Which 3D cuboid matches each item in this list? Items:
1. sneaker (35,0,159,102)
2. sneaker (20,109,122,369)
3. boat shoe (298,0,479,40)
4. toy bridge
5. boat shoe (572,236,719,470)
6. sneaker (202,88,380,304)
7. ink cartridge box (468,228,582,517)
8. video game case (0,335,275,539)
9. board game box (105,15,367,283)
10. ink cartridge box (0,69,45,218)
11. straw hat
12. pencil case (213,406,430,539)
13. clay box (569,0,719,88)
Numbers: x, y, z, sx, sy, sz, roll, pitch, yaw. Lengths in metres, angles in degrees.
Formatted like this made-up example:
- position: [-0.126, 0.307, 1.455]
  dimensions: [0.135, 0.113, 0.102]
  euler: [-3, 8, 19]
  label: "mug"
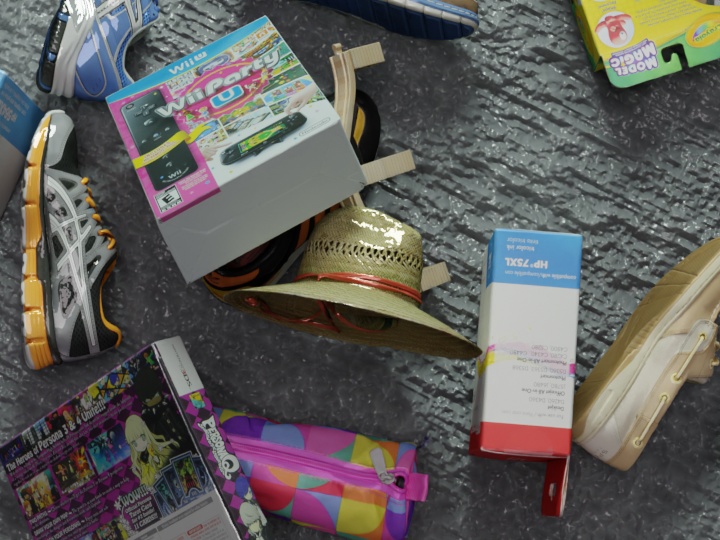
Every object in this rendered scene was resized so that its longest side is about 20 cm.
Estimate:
- position: [-0.197, -0.226, 1.182]
  dimensions: [0.077, 0.076, 0.201]
  euler: [18, 82, -19]
  label: "sneaker"
- position: [-0.226, -0.024, 1.148]
  dimensions: [0.077, 0.078, 0.202]
  euler: [-1, 85, -12]
  label: "sneaker"
- position: [0.005, -0.242, 1.171]
  dimensions: [0.199, 0.072, 0.073]
  euler: [18, 81, 4]
  label: "boat shoe"
- position: [0.010, -0.076, 1.132]
  dimensions: [0.067, 0.027, 0.201]
  euler: [-21, 96, -37]
  label: "toy bridge"
- position: [0.235, 0.064, 1.126]
  dimensions: [0.069, 0.074, 0.200]
  euler: [40, 84, -7]
  label: "boat shoe"
- position: [-0.051, -0.060, 1.135]
  dimensions: [0.070, 0.090, 0.200]
  euler: [37, 84, 6]
  label: "sneaker"
- position: [0.120, 0.079, 1.097]
  dimensions: [0.067, 0.116, 0.202]
  euler: [5, 81, 1]
  label: "ink cartridge box"
- position: [-0.165, 0.171, 1.076]
  dimensions: [0.200, 0.036, 0.182]
  euler: [-33, 80, 35]
  label: "video game case"
- position: [-0.097, -0.096, 1.095]
  dimensions: [0.147, 0.200, 0.065]
  euler: [-28, 125, -3]
  label: "board game box"
- position: [-0.348, -0.065, 1.125]
  dimensions: [0.128, 0.125, 0.201]
  euler: [21, 82, 4]
  label: "ink cartridge box"
- position: [0.000, 0.000, 1.074]
  dimensions: [0.199, 0.201, 0.086]
  euler: [13, 80, 3]
  label: "straw hat"
- position: [-0.048, 0.149, 1.108]
  dimensions: [0.198, 0.088, 0.089]
  euler: [10, 82, 4]
  label: "pencil case"
- position: [0.218, -0.247, 1.179]
  dimensions: [0.114, 0.048, 0.201]
  euler: [-17, 83, -1]
  label: "clay box"
